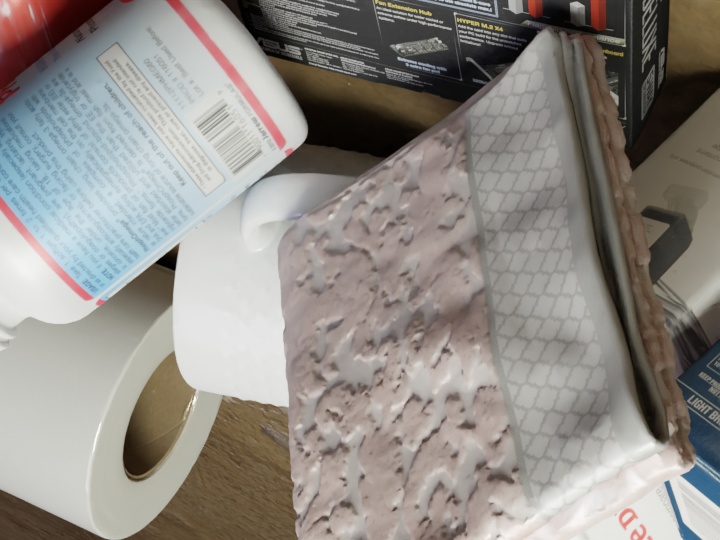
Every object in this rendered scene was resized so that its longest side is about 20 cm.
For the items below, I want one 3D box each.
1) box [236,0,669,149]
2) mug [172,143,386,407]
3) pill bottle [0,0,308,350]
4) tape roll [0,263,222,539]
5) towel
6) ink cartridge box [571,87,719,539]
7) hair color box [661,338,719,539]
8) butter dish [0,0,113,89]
[{"bbox_3d":[0.030,-0.142,0.573,0.199,0.050,0.158,17,150,22],"label":"box"},{"bbox_3d":[0.000,0.000,0.726,0.175,0.148,0.200,10,160,12],"label":"mug"},{"bbox_3d":[-0.132,-0.047,0.640,0.109,0.200,0.109,51,177,4],"label":"pill bottle"},{"bbox_3d":[-0.205,0.085,1.021,0.139,0.203,0.203,20,151,17],"label":"tape roll"},{"bbox_3d":[0.033,0.026,0.532,0.032,0.201,0.191,23,136,-34],"label":"towel"},{"bbox_3d":[0.143,0.039,0.591,0.085,0.200,0.146,40,170,51],"label":"ink cartridge box"},{"bbox_3d":[0.207,0.033,0.531,0.061,0.200,0.100,41,165,42],"label":"hair color box"},{"bbox_3d":[-0.200,-0.137,0.697,0.199,0.148,0.200,19,152,18],"label":"butter dish"}]
